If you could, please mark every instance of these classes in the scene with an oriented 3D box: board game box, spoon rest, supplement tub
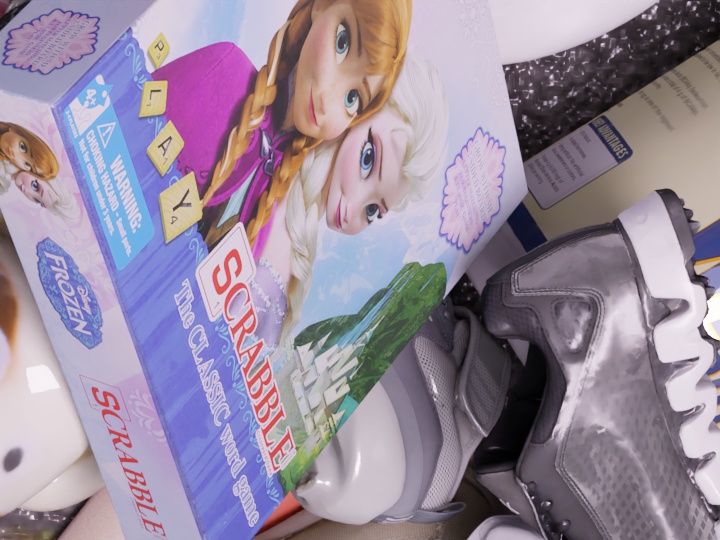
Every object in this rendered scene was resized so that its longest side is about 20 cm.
[{"bbox_3d":[-0.027,-0.041,0.887,0.200,0.041,0.200,-51,143,-33],"label":"board game box"},{"bbox_3d":[0.100,-0.127,1.010,0.099,0.200,0.061,-9,64,-34],"label":"spoon rest"},{"bbox_3d":[0.149,-0.012,1.049,0.200,0.145,0.145,-32,105,3],"label":"supplement tub"}]

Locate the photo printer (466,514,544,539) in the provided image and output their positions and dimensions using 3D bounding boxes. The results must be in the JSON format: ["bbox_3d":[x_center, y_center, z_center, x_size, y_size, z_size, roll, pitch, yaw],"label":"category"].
[{"bbox_3d":[0.090,0.174,1.083,0.200,0.069,0.167,9,116,-49],"label":"photo printer"}]

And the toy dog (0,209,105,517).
[{"bbox_3d":[-0.139,0.017,0.945,0.194,0.200,0.140,1,103,-7],"label":"toy dog"}]

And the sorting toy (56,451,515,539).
[{"bbox_3d":[-0.019,0.139,1.125,0.200,0.036,0.185,37,98,-13],"label":"sorting toy"}]

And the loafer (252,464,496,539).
[{"bbox_3d":[-0.033,0.141,1.071,0.200,0.068,0.076,-37,107,1],"label":"loafer"}]

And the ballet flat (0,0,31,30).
[{"bbox_3d":[-0.082,-0.095,0.974,0.074,0.200,0.074,5,112,12],"label":"ballet flat"}]

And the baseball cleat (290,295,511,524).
[{"bbox_3d":[0.000,0.000,1.066,0.106,0.070,0.200,6,71,-39],"label":"baseball cleat"}]

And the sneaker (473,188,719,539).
[{"bbox_3d":[0.086,0.075,0.959,0.090,0.066,0.200,-14,107,-2],"label":"sneaker"}]

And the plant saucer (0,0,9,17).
[{"bbox_3d":[-0.160,-0.009,1.066,0.200,0.051,0.201,-2,105,-6],"label":"plant saucer"}]
